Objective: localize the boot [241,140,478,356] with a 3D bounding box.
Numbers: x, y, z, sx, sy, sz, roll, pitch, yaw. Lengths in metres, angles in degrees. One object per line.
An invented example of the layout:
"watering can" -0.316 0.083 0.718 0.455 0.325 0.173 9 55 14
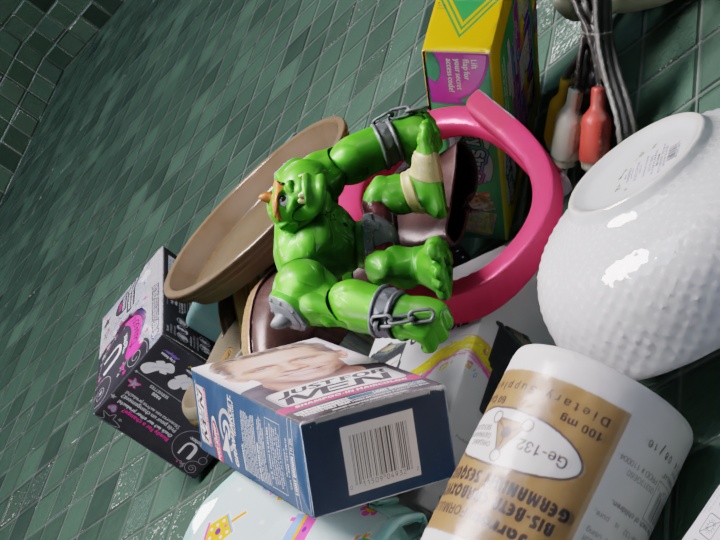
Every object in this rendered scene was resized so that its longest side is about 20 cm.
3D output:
"boot" 0.000 0.000 1.102 0.165 0.072 0.202 -22 38 40

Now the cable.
"cable" 0.164 -0.154 1.095 0.097 0.050 0.203 -137 37 -60

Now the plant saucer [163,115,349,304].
"plant saucer" -0.078 -0.044 1.203 0.200 0.029 0.201 -41 16 15

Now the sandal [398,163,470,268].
"sandal" 0.047 -0.025 1.289 0.075 0.045 0.201 -30 39 3

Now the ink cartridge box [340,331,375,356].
"ink cartridge box" -0.056 0.100 1.261 0.200 0.103 0.060 -44 23 29

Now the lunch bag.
"lunch bag" -0.040 0.227 0.947 0.169 0.121 0.203 11 81 51

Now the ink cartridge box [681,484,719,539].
"ink cartridge box" 0.240 0.110 0.677 0.199 0.043 0.200 -56 19 3

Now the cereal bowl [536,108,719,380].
"cereal bowl" 0.182 -0.031 0.883 0.199 0.084 0.200 -36 15 11

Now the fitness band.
"fitness band" 0.063 -0.046 1.040 0.143 0.037 0.200 -42 40 3

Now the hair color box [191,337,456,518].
"hair color box" -0.030 0.095 0.964 0.199 0.099 0.061 12 112 64

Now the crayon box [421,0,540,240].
"crayon box" 0.098 -0.155 1.186 0.057 0.201 0.174 5 51 15

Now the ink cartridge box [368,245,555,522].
"ink cartridge box" 0.058 0.101 1.037 0.145 0.082 0.202 -27 36 53

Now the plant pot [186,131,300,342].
"plant pot" -0.071 0.004 1.397 0.200 0.140 0.143 -37 28 51

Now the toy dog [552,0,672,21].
"toy dog" 0.232 -0.267 1.156 0.192 0.141 0.200 -20 18 -8

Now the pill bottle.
"pill bottle" 0.094 0.153 0.837 0.202 0.114 0.114 -62 22 -13

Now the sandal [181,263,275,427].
"sandal" -0.095 0.031 1.223 0.201 0.054 0.080 -58 20 -3

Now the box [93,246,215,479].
"box" -0.186 0.090 1.521 0.115 0.132 0.201 -48 22 15

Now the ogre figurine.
"ogre figurine" -0.001 -0.024 0.982 0.118 0.098 0.203 -10 65 9
